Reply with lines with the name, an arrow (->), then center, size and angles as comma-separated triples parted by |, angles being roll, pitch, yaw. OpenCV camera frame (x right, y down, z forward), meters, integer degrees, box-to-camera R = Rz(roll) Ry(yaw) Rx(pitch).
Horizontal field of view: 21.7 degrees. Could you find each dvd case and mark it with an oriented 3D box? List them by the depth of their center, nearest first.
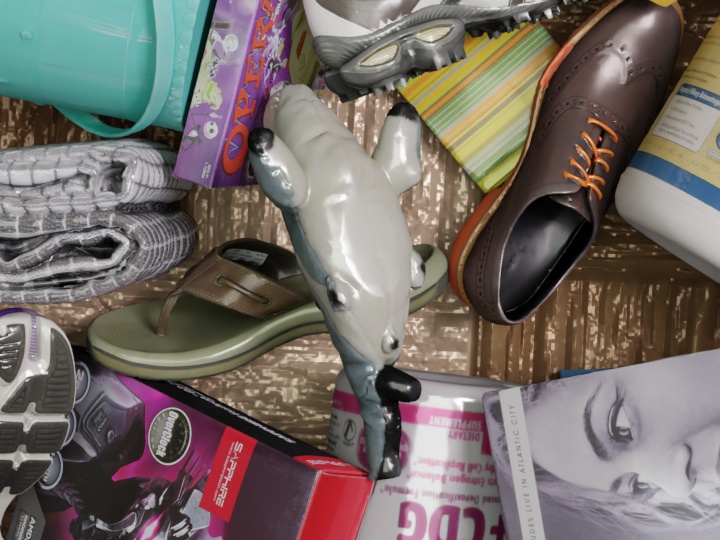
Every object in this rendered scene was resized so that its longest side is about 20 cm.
dvd case -> 0.166, 0.113, 0.885 | 0.199, 0.016, 0.150 | -12, 76, 13

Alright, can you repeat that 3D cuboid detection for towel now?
towel -> -0.194, -0.021, 0.998 | 0.199, 0.166, 0.086 | -5, 95, 6
towel -> 0.040, -0.144, 1.050 | 0.086, 0.018, 0.200 | -39, 85, -1

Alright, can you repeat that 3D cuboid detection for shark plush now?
shark plush -> 0.000, 0.000, 0.943 | 0.091, 0.083, 0.201 | -25, 93, -26

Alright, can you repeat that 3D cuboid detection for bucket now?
bucket -> -0.132, -0.173, 0.979 | 0.134, 0.207, 0.208 | 15, 91, 1

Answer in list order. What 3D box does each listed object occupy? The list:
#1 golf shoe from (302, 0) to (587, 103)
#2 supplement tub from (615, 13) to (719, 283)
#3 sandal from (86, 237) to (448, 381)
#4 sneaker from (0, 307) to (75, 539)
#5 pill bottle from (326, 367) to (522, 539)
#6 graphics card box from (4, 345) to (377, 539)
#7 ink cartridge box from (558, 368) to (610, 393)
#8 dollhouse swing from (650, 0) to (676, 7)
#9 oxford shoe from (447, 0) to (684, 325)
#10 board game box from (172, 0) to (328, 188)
golf shoe -> 0.057, -0.163, 0.980 | 0.199, 0.078, 0.095 | -27, 96, -29
supplement tub -> 0.237, -0.082, 0.962 | 0.144, 0.145, 0.201 | 31, 93, 5
sandal -> -0.053, 0.008, 1.022 | 0.200, 0.080, 0.058 | -15, 115, -3
sneaker -> -0.218, 0.090, 1.009 | 0.200, 0.080, 0.084 | -59, 39, 32
pill bottle -> 0.032, 0.156, 0.997 | 0.113, 0.113, 0.201 | 6, 90, 6
graphics card box -> -0.095, 0.129, 0.993 | 0.199, 0.051, 0.126 | 23, 97, 38
ink cartridge box -> 0.205, 0.113, 0.973 | 0.199, 0.125, 0.129 | -3, 89, 6
dollhouse swing -> 0.143, -0.271, 0.940 | 0.176, 0.181, 0.201 | -41, 62, 24
oxford shoe -> 0.121, -0.057, 1.001 | 0.071, 0.073, 0.201 | 25, 97, -17
board game box -> -0.039, -0.143, 0.988 | 0.032, 0.120, 0.201 | 20, 102, 23
